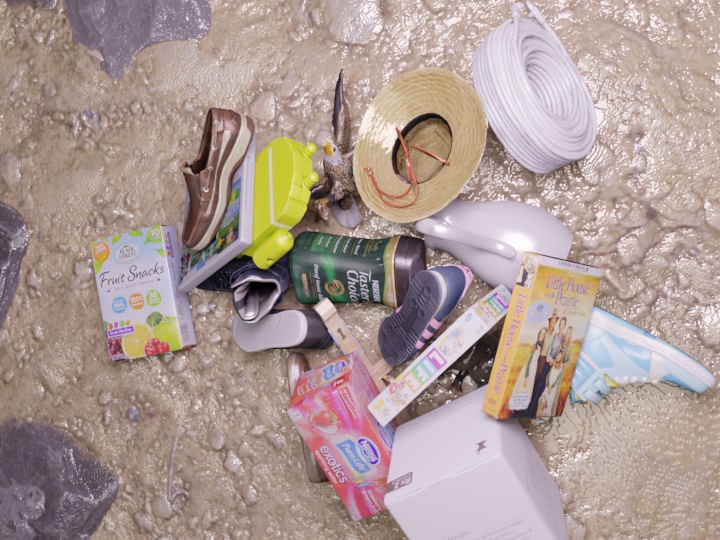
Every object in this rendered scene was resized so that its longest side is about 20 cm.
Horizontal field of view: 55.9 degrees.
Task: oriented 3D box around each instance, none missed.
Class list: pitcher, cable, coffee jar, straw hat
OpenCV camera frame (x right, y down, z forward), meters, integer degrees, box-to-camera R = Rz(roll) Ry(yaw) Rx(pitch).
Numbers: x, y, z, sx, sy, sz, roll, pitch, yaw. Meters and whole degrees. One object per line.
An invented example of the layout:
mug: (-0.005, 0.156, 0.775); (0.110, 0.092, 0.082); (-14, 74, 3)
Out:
pitcher: (0.176, -0.037, 0.907); (0.197, 0.171, 0.124); (21, 105, 15)
cable: (0.226, -0.226, 0.881); (0.200, 0.202, 0.069); (43, 139, -18)
coffee jar: (0.000, 0.000, 0.993); (0.196, 0.086, 0.106); (2, 122, 16)
straw hat: (0.088, -0.156, 0.903); (0.198, 0.085, 0.206); (-5, 80, 29)

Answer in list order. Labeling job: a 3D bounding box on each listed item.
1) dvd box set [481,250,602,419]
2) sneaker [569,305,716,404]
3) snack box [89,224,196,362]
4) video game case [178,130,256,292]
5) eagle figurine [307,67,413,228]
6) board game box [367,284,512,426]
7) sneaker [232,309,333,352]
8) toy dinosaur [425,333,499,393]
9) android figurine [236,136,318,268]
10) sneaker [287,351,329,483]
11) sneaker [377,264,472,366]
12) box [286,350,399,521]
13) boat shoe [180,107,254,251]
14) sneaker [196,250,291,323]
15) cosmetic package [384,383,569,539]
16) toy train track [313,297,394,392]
dvd box set: (0.230, 0.085, 0.851); (0.029, 0.144, 0.204); (21, 99, 48)
sneaker: (0.354, 0.140, 0.910); (0.198, 0.079, 0.132); (29, 97, 23)
snack box: (-0.359, 0.039, 1.120); (0.139, 0.053, 0.204); (-11, 88, 15)
video game case: (-0.214, -0.086, 1.010); (0.199, 0.022, 0.186); (-29, 54, 45)
eagle figurine: (-0.020, -0.167, 0.982); (0.151, 0.151, 0.202); (35, 83, -11)
board game box: (0.107, 0.108, 0.875); (0.034, 0.134, 0.200); (48, 118, 11)
sneaker: (-0.115, 0.093, 1.047); (0.198, 0.098, 0.072); (-4, 79, 47)
toy dinosaur: (0.172, 0.133, 0.972); (0.199, 0.077, 0.103); (36, 89, 18)
android figurine: (-0.122, -0.101, 0.938); (0.199, 0.041, 0.185); (-36, 50, 40)
sneaker: (-0.061, 0.219, 1.042); (0.074, 0.070, 0.204); (-12, 93, -1)
sneaker: (0.090, 0.064, 0.930); (0.071, 0.081, 0.201); (60, 144, 21)
box: (-0.006, 0.231, 0.950); (0.101, 0.095, 0.202); (-23, 108, 15)
boat shoe: (-0.221, -0.131, 0.953); (0.074, 0.074, 0.206); (32, 102, 53)
sneaker: (-0.194, 0.018, 1.021); (0.198, 0.147, 0.078); (-9, 118, 16)
cosmetic package: (0.154, 0.295, 0.887); (0.163, 0.165, 0.202); (-28, 104, 18)
toy train track: (-0.002, 0.127, 0.984); (0.114, 0.032, 0.202); (-39, 110, -15)
